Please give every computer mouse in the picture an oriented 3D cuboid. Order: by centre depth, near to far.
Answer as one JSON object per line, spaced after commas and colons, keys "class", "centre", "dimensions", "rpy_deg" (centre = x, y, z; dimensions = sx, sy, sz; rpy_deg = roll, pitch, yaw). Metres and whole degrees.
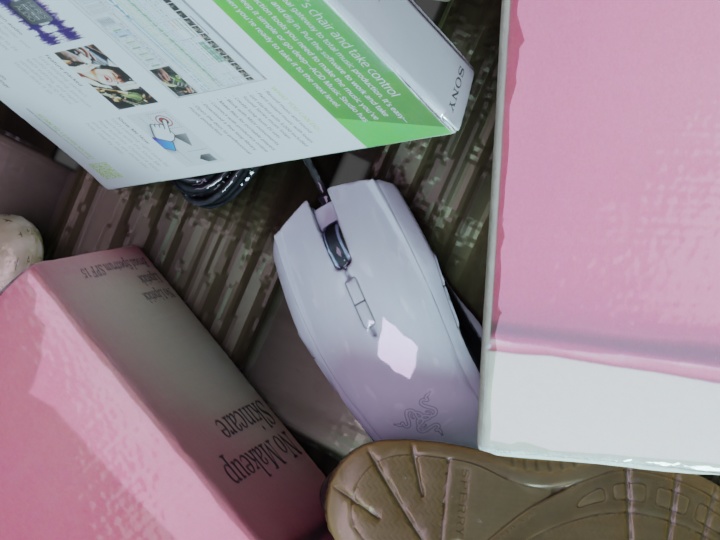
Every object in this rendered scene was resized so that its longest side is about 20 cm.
{"class": "computer mouse", "centre": [0.000, 0.000, 0.785], "dimensions": [0.109, 0.044, 0.201], "rpy_deg": [-31, 87, 13]}

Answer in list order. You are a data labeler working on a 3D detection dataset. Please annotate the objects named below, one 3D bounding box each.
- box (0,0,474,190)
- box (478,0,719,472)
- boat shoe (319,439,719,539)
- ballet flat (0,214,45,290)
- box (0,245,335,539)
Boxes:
{"class": "box", "centre": [-0.074, -0.093, 0.707], "dimensions": [0.199, 0.144, 0.037], "rpy_deg": [-4, 56, 40]}
{"class": "box", "centre": [0.113, -0.032, 0.704], "dimensions": [0.108, 0.128, 0.202], "rpy_deg": [4, 96, 13]}
{"class": "boat shoe", "centre": [0.079, 0.111, 0.764], "dimensions": [0.199, 0.072, 0.073], "rpy_deg": [9, 82, -8]}
{"class": "ballet flat", "centre": [-0.227, 0.038, 0.831], "dimensions": [0.199, 0.057, 0.067], "rpy_deg": [-34, 60, 14]}
{"class": "box", "centre": [-0.091, 0.101, 0.771], "dimensions": [0.109, 0.128, 0.200], "rpy_deg": [-42, 85, 13]}
